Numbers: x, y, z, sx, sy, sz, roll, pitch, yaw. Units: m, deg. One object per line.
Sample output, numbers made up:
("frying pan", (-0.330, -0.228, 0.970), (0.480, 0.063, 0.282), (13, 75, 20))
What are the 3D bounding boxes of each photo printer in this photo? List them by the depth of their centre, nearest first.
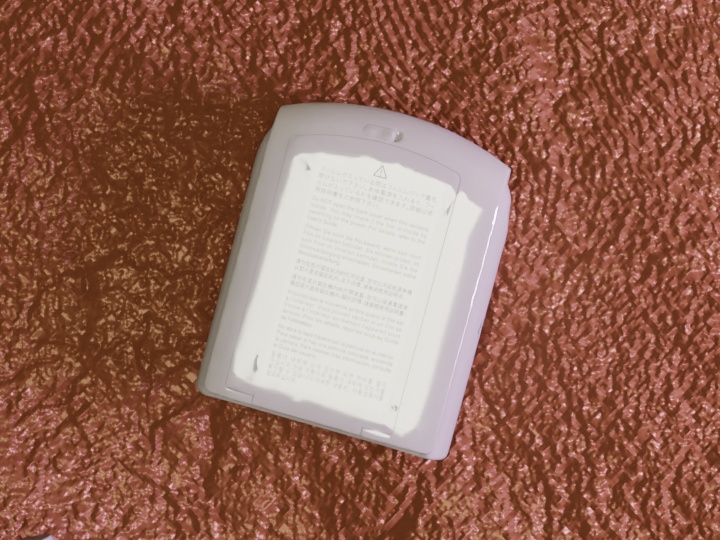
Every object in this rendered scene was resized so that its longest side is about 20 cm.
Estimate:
("photo printer", (0.000, 0.000, 1.559), (0.165, 0.069, 0.202), (15, 93, 5))

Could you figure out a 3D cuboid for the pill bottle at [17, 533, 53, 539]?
("pill bottle", (-0.204, 0.273, 1.568), (0.111, 0.111, 0.201), (-16, 91, 6))
